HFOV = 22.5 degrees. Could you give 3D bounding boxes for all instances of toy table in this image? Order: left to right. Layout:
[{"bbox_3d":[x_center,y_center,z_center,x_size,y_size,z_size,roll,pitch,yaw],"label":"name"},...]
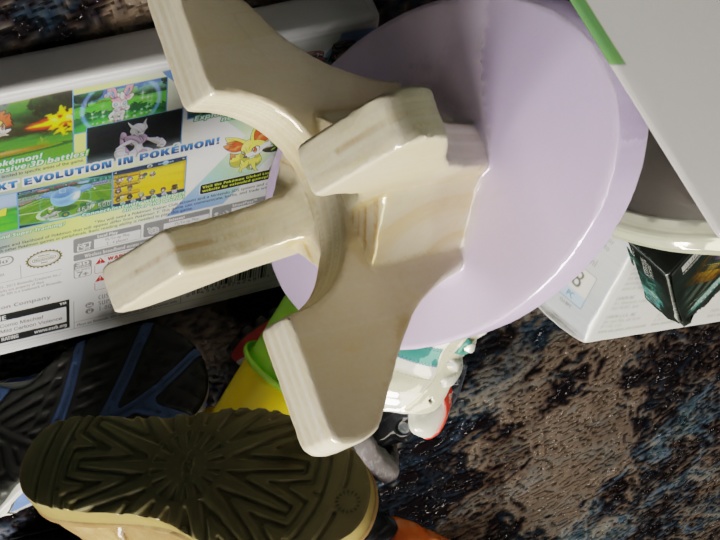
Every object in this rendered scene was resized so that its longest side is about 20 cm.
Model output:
[{"bbox_3d":[-0.003,-0.031,0.688,0.117,0.184,0.200,-12,158,-44],"label":"toy table"}]

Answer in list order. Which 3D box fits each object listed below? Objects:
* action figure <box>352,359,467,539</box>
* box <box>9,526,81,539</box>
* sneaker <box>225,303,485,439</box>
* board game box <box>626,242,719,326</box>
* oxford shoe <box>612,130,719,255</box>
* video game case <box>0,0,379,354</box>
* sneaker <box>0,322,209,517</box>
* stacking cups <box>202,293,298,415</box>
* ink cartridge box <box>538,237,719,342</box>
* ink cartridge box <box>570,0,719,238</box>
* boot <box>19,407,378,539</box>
[{"bbox_3d":[0.011,0.118,0.963,0.200,0.194,0.105,-43,-176,-16],"label":"action figure"},{"bbox_3d":[-0.104,0.241,1.044,0.163,0.086,0.201,-10,109,-23],"label":"box"},{"bbox_3d":[0.038,0.027,0.890,0.199,0.094,0.070,-28,-179,9],"label":"sneaker"},{"bbox_3d":[0.204,-0.064,0.842,0.200,0.028,0.135,-47,163,-1],"label":"board game box"},{"bbox_3d":[0.109,-0.057,0.761,0.075,0.200,0.058,6,112,-19],"label":"oxford shoe"},{"bbox_3d":[-0.097,-0.036,0.788,0.199,0.022,0.183,-14,147,-18],"label":"video game case"},{"bbox_3d":[-0.165,0.088,0.872,0.199,0.076,0.077,-13,160,-2],"label":"sneaker"},{"bbox_3d":[0.000,0.000,0.831,0.060,0.060,0.200,19,106,-50],"label":"stacking cups"},{"bbox_3d":[0.188,-0.060,0.927,0.160,0.047,0.201,-5,127,-48],"label":"ink cartridge box"},{"bbox_3d":[0.142,-0.101,0.668,0.084,0.145,0.200,-33,176,19],"label":"ink cartridge box"},{"bbox_3d":[-0.044,0.138,0.836,0.174,0.066,0.200,7,148,27],"label":"boot"}]
